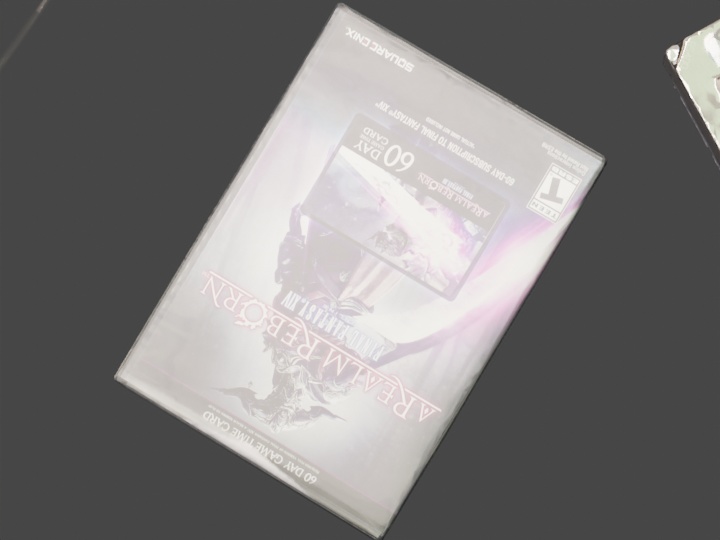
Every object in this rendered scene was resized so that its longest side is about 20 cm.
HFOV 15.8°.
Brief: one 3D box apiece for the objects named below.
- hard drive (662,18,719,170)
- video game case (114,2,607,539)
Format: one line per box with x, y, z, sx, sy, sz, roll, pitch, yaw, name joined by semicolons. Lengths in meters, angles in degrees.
0.253;-0.083;1.150;0.199;0.038;0.140;-28;83;2;hard drive
0.000;0.000;1.169;0.143;0.019;0.200;31;86;7;video game case
